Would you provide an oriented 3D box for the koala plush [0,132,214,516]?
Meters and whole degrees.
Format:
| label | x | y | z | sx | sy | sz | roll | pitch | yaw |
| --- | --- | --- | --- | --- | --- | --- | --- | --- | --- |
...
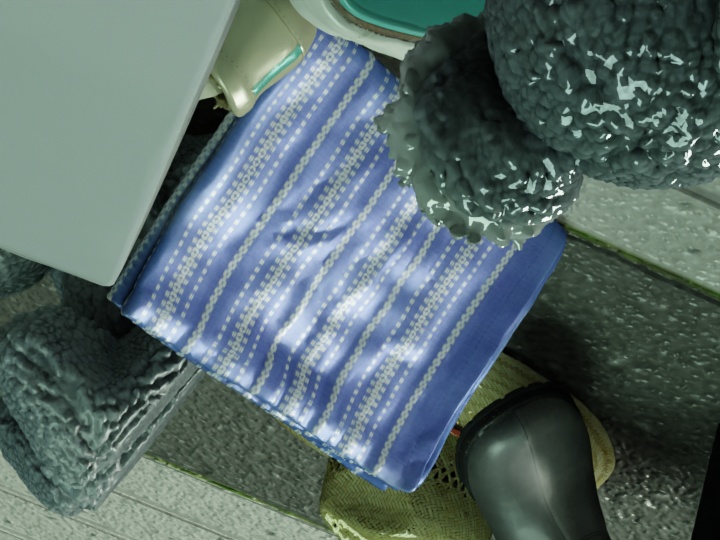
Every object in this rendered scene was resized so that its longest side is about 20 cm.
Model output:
| label | x | y | z | sx | sy | sz | roll | pitch | yaw |
| --- | --- | --- | --- | --- | --- | --- | --- | --- | --- |
| koala plush | -0.142 | -0.025 | 0.972 | 0.200 | 0.184 | 0.177 | 39 | 163 | 2 |

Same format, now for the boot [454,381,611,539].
| label | x | y | z | sx | sy | sz | roll | pitch | yaw |
| --- | --- | --- | --- | --- | --- | --- | --- | --- | --- |
| boot | 0.113 | 0.151 | 1.065 | 0.070 | 0.132 | 0.200 | -29 | 140 | -4 |

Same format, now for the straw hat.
| label | x | y | z | sx | sy | sz | roll | pitch | yaw |
| --- | --- | --- | --- | --- | --- | --- | --- | --- | --- |
| straw hat | 0.028 | 0.112 | 1.147 | 0.200 | 0.086 | 0.201 | 13 | 150 | 7 |

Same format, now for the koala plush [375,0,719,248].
| label | x | y | z | sx | sy | sz | roll | pitch | yaw |
| --- | --- | --- | --- | --- | --- | --- | --- | --- | --- |
| koala plush | 0.085 | -0.105 | 0.625 | 0.177 | 0.201 | 0.184 | -20 | 132 | 39 |

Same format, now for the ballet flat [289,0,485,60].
| label | x | y | z | sx | sy | sz | roll | pitch | yaw |
| --- | --- | --- | --- | --- | --- | --- | --- | --- | --- |
| ballet flat | 0.060 | -0.090 | 0.821 | 0.199 | 0.070 | 0.069 | 16 | 153 | -26 |

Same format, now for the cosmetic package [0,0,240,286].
| label | x | y | z | sx | sy | sz | roll | pitch | yaw |
| --- | --- | --- | --- | --- | --- | --- | --- | --- | --- |
| cosmetic package | -0.075 | -0.143 | 0.632 | 0.122 | 0.201 | 0.200 | 22 | 137 | -7 |

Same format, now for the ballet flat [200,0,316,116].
| label | x | y | z | sx | sy | sz | roll | pitch | yaw |
| --- | --- | --- | --- | --- | --- | --- | --- | --- | --- |
| ballet flat | -0.109 | -0.096 | 0.856 | 0.199 | 0.070 | 0.070 | 13 | 152 | 34 |

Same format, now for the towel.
| label | x | y | z | sx | sy | sz | roll | pitch | yaw |
| --- | --- | --- | --- | --- | --- | --- | --- | --- | --- |
| towel | 0.000 | 0.000 | 0.915 | 0.024 | 0.145 | 0.200 | 31 | 175 | 45 |

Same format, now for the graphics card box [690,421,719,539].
| label | x | y | z | sx | sy | sz | roll | pitch | yaw |
| --- | --- | --- | --- | --- | --- | --- | --- | --- | --- |
| graphics card box | 0.232 | 0.175 | 1.107 | 0.051 | 0.126 | 0.200 | -7 | 142 | 40 |
